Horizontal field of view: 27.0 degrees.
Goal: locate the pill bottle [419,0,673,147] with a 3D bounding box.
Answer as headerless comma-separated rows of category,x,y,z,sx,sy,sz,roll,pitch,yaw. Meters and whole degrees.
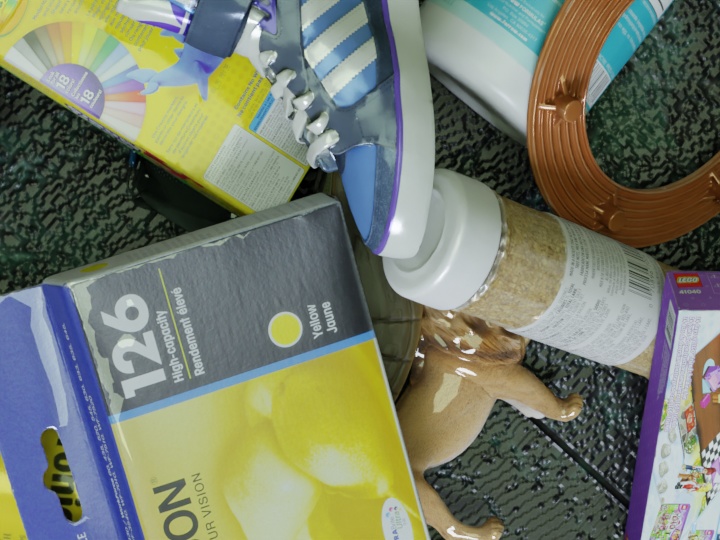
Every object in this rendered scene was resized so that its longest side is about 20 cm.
pill bottle,0.122,-0.173,0.824,0.110,0.111,0.201,38,92,-1

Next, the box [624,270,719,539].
box,0.224,0.093,0.823,0.135,0.039,0.202,1,124,-1

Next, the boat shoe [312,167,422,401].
boat shoe,0.000,0.000,0.828,0.072,0.065,0.203,13,92,-7

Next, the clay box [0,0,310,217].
clay box,-0.103,-0.122,0.784,0.199,0.048,0.116,33,84,-12

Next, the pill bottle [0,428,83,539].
pill bottle,-0.136,0.119,0.840,0.197,0.111,0.113,5,93,-1

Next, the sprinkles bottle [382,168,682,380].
sprinkles bottle,0.107,0.007,0.806,0.198,0.068,0.069,19,93,-33

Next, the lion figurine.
lion figurine,0.043,0.084,0.853,0.122,0.072,0.201,32,85,-15

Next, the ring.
ring,0.176,-0.101,0.813,0.198,0.019,0.203,-16,124,-25

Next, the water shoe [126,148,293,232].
water shoe,-0.105,-0.070,0.851,0.078,0.072,0.201,-31,91,6

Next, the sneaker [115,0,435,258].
sneaker,-0.045,-0.103,0.730,0.144,0.081,0.203,-4,85,-11

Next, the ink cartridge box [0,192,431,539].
ink cartridge box,-0.080,0.084,0.762,0.198,0.047,0.200,-18,101,-14
